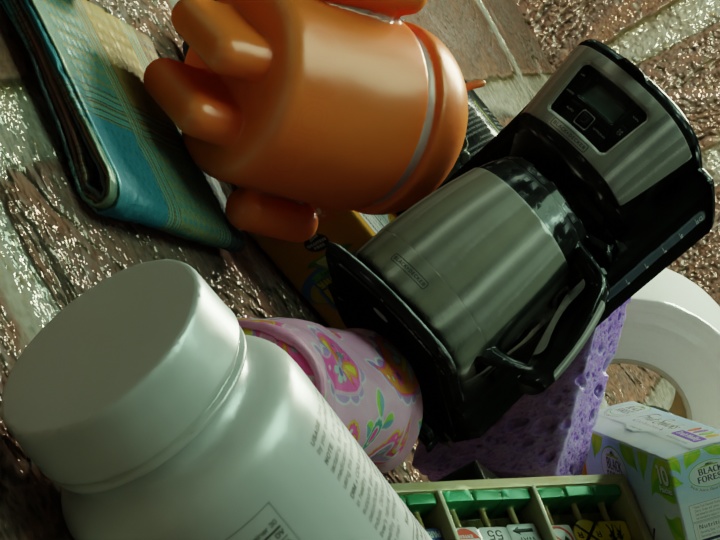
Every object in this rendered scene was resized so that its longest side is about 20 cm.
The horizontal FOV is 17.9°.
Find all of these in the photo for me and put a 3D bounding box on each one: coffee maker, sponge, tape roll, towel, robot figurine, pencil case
[{"bbox_3d":[0.088,-0.013,1.287,0.135,0.200,0.192,50,-12,2],"label":"coffee maker"},{"bbox_3d":[0.107,0.036,1.376,0.030,0.111,0.201,38,62,-39],"label":"sponge"},{"bbox_3d":[0.181,0.097,1.627,0.203,0.202,0.071,56,13,-20],"label":"tape roll"},{"bbox_3d":[-0.127,-0.082,1.222,0.147,0.022,0.200,65,11,13],"label":"towel"},{"bbox_3d":[-0.023,-0.094,1.280,0.199,0.116,0.145,12,75,-37],"label":"robot figurine"},{"bbox_3d":[-0.031,0.067,1.142,0.088,0.087,0.200,63,13,10],"label":"pencil case"}]

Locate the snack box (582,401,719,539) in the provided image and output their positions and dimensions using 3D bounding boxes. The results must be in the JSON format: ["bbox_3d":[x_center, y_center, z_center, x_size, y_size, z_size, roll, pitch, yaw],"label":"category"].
[{"bbox_3d":[0.182,0.158,1.321,0.200,0.053,0.143,-169,-114,-79],"label":"snack box"}]

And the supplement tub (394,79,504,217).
[{"bbox_3d":[0.053,-0.059,1.568,0.200,0.122,0.122,52,11,13],"label":"supplement tub"}]

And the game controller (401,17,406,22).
[{"bbox_3d":[-0.020,-0.192,1.676,0.200,0.042,0.104,46,-17,-9],"label":"game controller"}]

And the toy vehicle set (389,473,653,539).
[{"bbox_3d":[0.080,0.170,1.212,0.199,0.027,0.125,1,52,-33],"label":"toy vehicle set"}]

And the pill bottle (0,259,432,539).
[{"bbox_3d":[-0.049,0.099,0.921,0.200,0.113,0.114,54,14,-28],"label":"pill bottle"}]

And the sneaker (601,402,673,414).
[{"bbox_3d":[0.141,0.128,1.521,0.079,0.199,0.076,-65,164,-63],"label":"sneaker"}]

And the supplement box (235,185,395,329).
[{"bbox_3d":[0.000,0.000,1.436,0.200,0.066,0.069,50,20,-39],"label":"supplement box"}]

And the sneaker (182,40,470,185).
[{"bbox_3d":[-0.028,-0.099,1.465,0.199,0.078,0.086,31,-3,-6],"label":"sneaker"}]

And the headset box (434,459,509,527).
[{"bbox_3d":[0.100,0.217,1.334,0.200,0.075,0.149,41,23,-55],"label":"headset box"}]

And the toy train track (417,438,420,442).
[{"bbox_3d":[0.055,0.058,1.425,0.200,0.032,0.115,-30,111,-44],"label":"toy train track"}]
